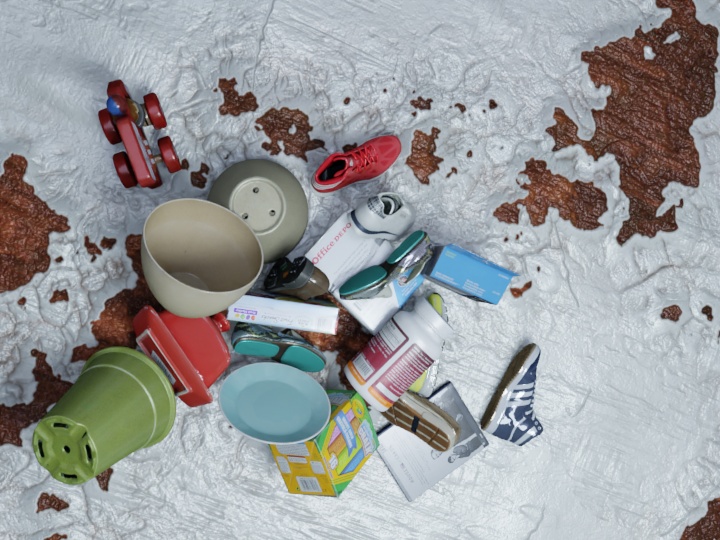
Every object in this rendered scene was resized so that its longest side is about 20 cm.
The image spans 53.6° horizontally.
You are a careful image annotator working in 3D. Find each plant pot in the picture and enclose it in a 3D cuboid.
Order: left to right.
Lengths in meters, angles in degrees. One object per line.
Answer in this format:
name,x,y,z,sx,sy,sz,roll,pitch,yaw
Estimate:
plant pot,-0.445,0.259,1.210,0.196,0.190,0.204,4,107,13
plant pot,-0.275,0.001,1.182,0.198,0.202,0.135,27,130,-8

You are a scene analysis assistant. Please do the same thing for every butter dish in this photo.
butter dish,-0.300,0.129,1.288,0.147,0.199,0.201,-37,95,-29

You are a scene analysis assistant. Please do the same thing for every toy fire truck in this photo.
toy fire truck,-0.399,-0.241,1.259,0.110,0.168,0.203,-19,93,-8

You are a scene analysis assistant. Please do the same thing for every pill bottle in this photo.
pill bottle,0.074,0.151,1.306,0.200,0.113,0.113,-45,96,4

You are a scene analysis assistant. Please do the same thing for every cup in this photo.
cup,-0.189,-0.113,1.304,0.196,0.143,0.204,0,90,-8

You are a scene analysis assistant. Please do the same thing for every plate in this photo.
plate,-0.149,0.234,1.234,0.197,0.201,0.026,10,121,-8

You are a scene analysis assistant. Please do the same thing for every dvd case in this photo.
dvd case,0.138,0.340,1.416,0.198,0.025,0.152,-33,95,-6

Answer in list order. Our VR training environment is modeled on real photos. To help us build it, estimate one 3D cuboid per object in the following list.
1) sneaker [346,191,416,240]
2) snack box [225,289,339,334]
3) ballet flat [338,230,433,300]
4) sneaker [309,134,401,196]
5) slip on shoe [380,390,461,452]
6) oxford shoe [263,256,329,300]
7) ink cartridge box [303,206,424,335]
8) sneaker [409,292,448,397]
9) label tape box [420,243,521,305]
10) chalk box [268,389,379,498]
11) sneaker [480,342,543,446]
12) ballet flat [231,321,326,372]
sneaker,0.060,-0.107,1.323,0.080,0.199,0.077,-44,75,29
snack box,-0.144,0.073,1.312,0.196,0.142,0.054,9,90,-9
ballet flat,0.054,0.010,1.297,0.199,0.072,0.073,-36,95,-7
sneaker,-0.001,-0.201,1.344,0.198,0.115,0.079,-32,95,-7
slip on shoe,0.105,0.268,1.373,0.198,0.060,0.077,30,124,24
oxford shoe,-0.118,0.024,1.296,0.084,0.199,0.073,35,77,-25
ink cartridge box,0.000,0.000,1.362,0.200,0.084,0.145,44,85,-6
sneaker,0.116,0.140,1.386,0.089,0.078,0.204,12,87,-1
label tape box,0.194,0.008,1.332,0.142,0.200,0.064,23,87,-8
chalk box,-0.054,0.299,1.308,0.200,0.123,0.126,-41,116,-49
sneaker,0.331,0.252,1.420,0.107,0.070,0.202,29,93,-3
ballet flat,-0.151,0.136,1.345,0.198,0.074,0.075,22,87,-31
